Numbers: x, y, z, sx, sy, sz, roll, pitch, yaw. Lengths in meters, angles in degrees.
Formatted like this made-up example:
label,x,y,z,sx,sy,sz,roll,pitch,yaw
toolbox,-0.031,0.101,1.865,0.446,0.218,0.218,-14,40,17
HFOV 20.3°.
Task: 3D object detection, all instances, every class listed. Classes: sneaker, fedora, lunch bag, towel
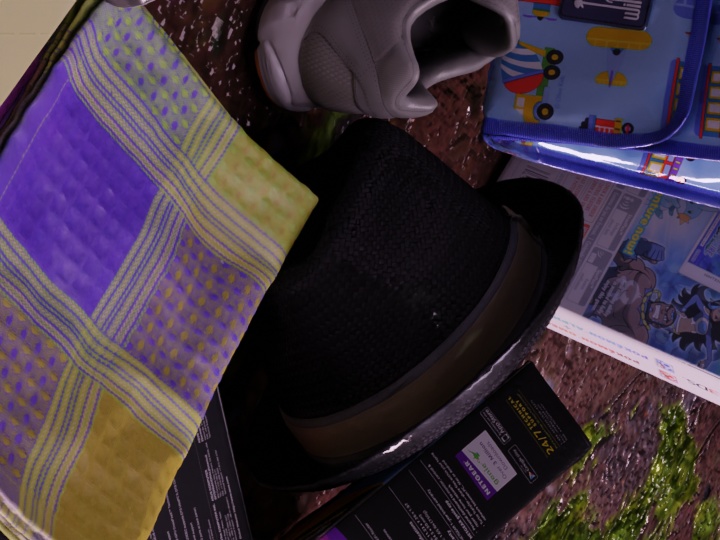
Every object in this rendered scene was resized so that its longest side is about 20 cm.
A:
label,x,y,z,sx,sy,sz,roll,pitch,yaw
sneaker,0.046,-0.130,0.882,0.200,0.092,0.076,-50,143,-27
fedora,0.000,0.000,0.849,0.092,0.200,0.201,49,62,-17
lunch bag,0.148,-0.116,0.956,0.094,0.198,0.152,91,9,-75
towel,-0.091,0.006,0.714,0.144,0.023,0.201,51,51,-33

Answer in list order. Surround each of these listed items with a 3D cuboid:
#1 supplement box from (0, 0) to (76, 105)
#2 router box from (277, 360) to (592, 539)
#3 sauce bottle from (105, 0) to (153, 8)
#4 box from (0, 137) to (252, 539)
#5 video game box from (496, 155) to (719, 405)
label,x,y,z,sx,sy,sz,roll,pitch,yaw
supplement box,-0.195,-0.095,0.510,0.201,0.134,0.200,-57,145,-18
router box,-0.008,0.129,0.877,0.149,0.051,0.200,-35,176,-42
sauce bottle,-0.115,-0.165,0.627,0.066,0.066,0.200,-57,136,-18
box,-0.118,0.062,0.728,0.160,0.043,0.202,-23,104,-48
video game box,0.173,-0.045,1.030,0.201,0.181,0.047,-58,152,-15
